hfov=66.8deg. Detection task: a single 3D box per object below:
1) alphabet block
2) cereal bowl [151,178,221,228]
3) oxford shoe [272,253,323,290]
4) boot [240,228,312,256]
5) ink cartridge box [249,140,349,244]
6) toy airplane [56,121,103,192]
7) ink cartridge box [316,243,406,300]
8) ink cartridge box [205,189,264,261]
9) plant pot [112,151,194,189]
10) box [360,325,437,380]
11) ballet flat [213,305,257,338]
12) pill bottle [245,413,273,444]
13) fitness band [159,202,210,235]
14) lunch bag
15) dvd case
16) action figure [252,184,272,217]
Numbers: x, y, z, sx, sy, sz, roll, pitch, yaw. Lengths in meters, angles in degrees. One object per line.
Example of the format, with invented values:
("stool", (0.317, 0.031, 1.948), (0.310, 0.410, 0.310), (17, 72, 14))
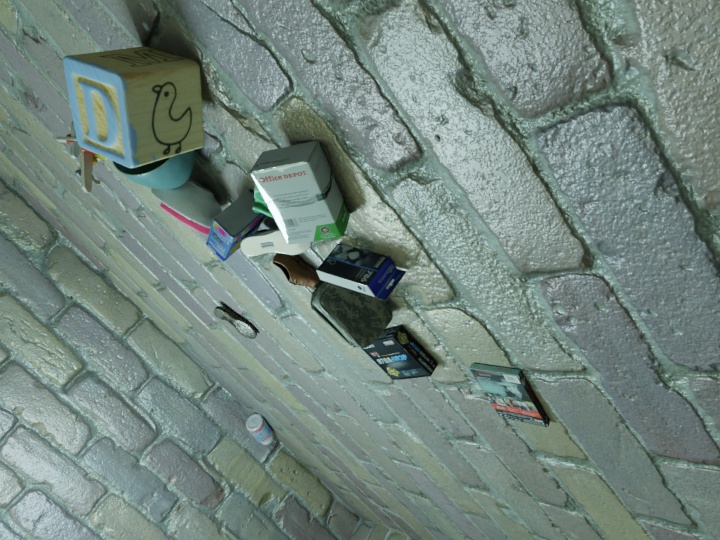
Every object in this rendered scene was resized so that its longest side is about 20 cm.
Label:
("alphabet block", (-0.478, -0.356, 1.173), (0.194, 0.200, 0.198), (25, 127, 24))
("cereal bowl", (-0.467, -0.201, 1.505), (0.198, 0.084, 0.200), (32, -175, -3))
("oxford shoe", (-0.163, 0.021, 1.525), (0.199, 0.072, 0.071), (39, 149, -4))
("boot", (-0.212, -0.086, 1.444), (0.197, 0.090, 0.074), (-2, 111, 14))
("ink cartridge box", (-0.125, -0.163, 1.173), (0.144, 0.084, 0.202), (-5, 133, 22))
("toy airplane", (-0.780, -0.355, 1.565), (0.139, 0.201, 0.201), (4, 137, 27))
("ink cartridge box", (0.000, 0.000, 1.283), (0.198, 0.100, 0.040), (16, 143, 33))
("ink cartridge box", (-0.335, -0.112, 1.464), (0.076, 0.137, 0.200), (45, 150, -3))
("plant pot", (-0.498, -0.284, 1.374), (0.198, 0.202, 0.135), (24, 162, 24))
("box", (0.103, 0.238, 1.547), (0.159, 0.046, 0.199), (46, 150, -12))
("ballet flat", (-0.491, 0.201, 2.171), (0.198, 0.046, 0.068), (32, 119, 1))
("pill bottle", (-0.590, 0.943, 3.225), (0.108, 0.109, 0.201), (15, 144, 35))
("fitness band", (-0.510, -0.167, 1.615), (0.199, 0.038, 0.144), (35, -176, 11))
("lunch bag", (-0.031, 0.101, 1.431), (0.200, 0.140, 0.167), (45, 166, -11))
("dvd case", (0.375, 0.313, 1.374), (0.145, 0.022, 0.201), (-1, 133, 49))
("action figure", (-0.162, -0.143, 1.313), (0.198, 0.055, 0.119), (27, 148, 7))
